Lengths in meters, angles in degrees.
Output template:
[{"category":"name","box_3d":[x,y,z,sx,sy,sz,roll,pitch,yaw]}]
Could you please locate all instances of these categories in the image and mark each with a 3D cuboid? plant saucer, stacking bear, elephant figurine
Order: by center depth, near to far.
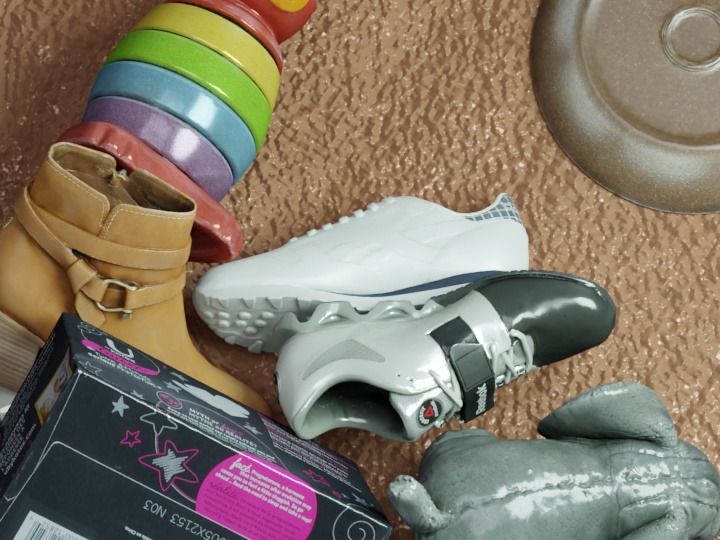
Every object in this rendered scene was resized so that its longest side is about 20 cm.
[{"category":"elephant figurine","box_3d":[0.136,0.125,1.597,0.200,0.155,0.142,-15,110,14]},{"category":"stacking bear","box_3d":[-0.093,-0.118,1.707,0.121,0.114,0.200,39,66,-24]},{"category":"plant saucer","box_3d":[0.201,-0.135,1.721,0.200,0.037,0.201,-1,76,6]}]

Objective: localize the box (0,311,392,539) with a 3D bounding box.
[{"category":"box","box_3d":[-0.106,0.135,1.587,0.200,0.115,0.132,28,99,-16]}]

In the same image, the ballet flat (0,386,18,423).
[{"category":"ballet flat","box_3d":[-0.195,0.106,1.679,0.071,0.071,0.200,-17,75,1]}]

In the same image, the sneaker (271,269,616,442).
[{"category":"sneaker","box_3d":[0.050,0.059,1.627,0.199,0.074,0.089,-12,44,8]}]

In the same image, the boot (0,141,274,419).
[{"category":"boot","box_3d":[-0.119,0.021,1.634,0.200,0.074,0.155,20,122,-13]}]

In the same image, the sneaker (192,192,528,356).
[{"category":"sneaker","box_3d":[0.000,0.000,1.693,0.199,0.076,0.081,-3,66,-2]}]
